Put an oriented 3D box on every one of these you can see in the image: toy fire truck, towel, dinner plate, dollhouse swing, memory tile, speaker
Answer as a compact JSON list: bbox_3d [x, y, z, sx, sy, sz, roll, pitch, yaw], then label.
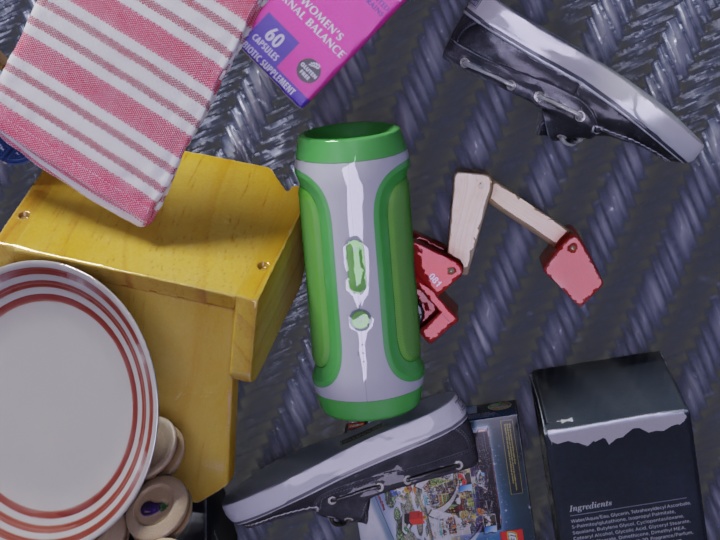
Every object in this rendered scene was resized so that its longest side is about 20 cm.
[{"bbox_3d":[0.069,-0.026,1.391,0.141,0.049,0.200,-41,98,10],"label":"toy fire truck"},{"bbox_3d":[-0.163,-0.148,1.293,0.146,0.030,0.201,32,107,7],"label":"towel"},{"bbox_3d":[-0.221,0.094,1.298,0.198,0.024,0.203,0,90,27],"label":"dinner plate"},{"bbox_3d":[-0.150,0.036,1.377,0.198,0.182,0.177,11,132,13],"label":"dollhouse swing"},{"bbox_3d":[-0.181,0.202,1.272,0.152,0.201,0.017,-22,138,15],"label":"memory tile"},{"bbox_3d":[0.000,0.000,1.329,0.087,0.089,0.202,-4,104,3],"label":"speaker"}]

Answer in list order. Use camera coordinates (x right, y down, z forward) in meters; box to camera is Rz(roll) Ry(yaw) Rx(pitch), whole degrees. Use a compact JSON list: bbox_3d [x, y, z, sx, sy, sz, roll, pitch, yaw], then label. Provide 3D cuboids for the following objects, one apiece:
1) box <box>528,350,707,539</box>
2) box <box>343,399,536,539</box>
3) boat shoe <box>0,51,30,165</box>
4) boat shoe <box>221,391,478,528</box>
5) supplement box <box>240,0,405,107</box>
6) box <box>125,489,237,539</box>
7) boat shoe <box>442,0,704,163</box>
[{"bbox_3d":[0.195,0.181,1.387,0.106,0.149,0.202,-10,104,4],"label":"box"},{"bbox_3d":[0.069,0.210,1.454,0.135,0.038,0.202,-8,103,4],"label":"box"},{"bbox_3d":[-0.310,-0.154,1.358,0.200,0.072,0.072,43,103,-14],"label":"boat shoe"},{"bbox_3d":[-0.004,0.157,1.395,0.198,0.070,0.067,-25,99,3],"label":"boat shoe"},{"bbox_3d":[-0.006,-0.225,1.318,0.101,0.103,0.200,43,100,-7],"label":"supplement box"},{"bbox_3d":[-0.194,0.258,1.378,0.198,0.198,0.125,-8,139,4],"label":"box"},{"bbox_3d":[0.152,-0.123,1.353,0.199,0.072,0.068,31,101,-3],"label":"boat shoe"}]
